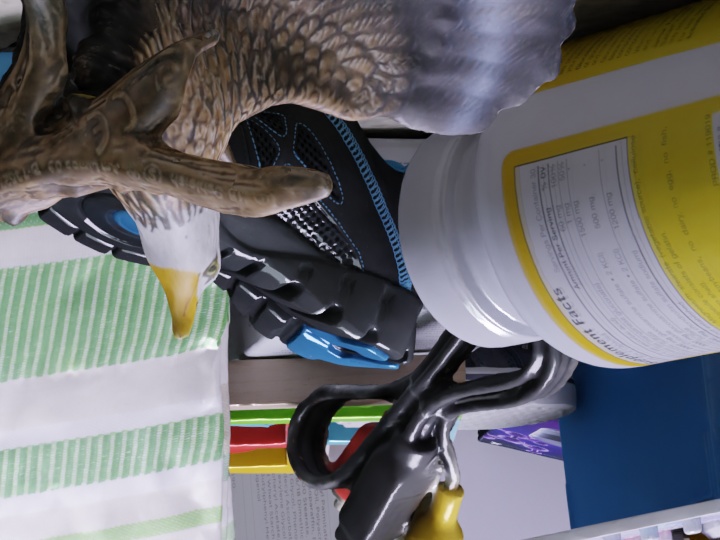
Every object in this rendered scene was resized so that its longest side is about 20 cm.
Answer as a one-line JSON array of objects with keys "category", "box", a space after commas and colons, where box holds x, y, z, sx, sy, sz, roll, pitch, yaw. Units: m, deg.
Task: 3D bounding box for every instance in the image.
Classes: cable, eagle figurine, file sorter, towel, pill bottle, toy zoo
[{"category": "cable", "box": [0.031, 0.054, 1.140, 0.050, 0.097, 0.200, -8, 144, -37]}, {"category": "eagle figurine", "box": [-0.047, -0.057, 0.808, 0.151, 0.151, 0.200, 34, -148, 9]}, {"category": "file sorter", "box": [0.173, 0.043, 1.326, 0.122, 0.140, 0.200, -3, 170, -15]}, {"category": "towel", "box": [-0.121, 0.057, 1.155, 0.152, 0.201, 0.023, -8, -153, -21]}, {"category": "pill bottle", "box": [0.109, -0.029, 0.962, 0.112, 0.113, 0.199, 6, 167, -42]}, {"category": "toy zoo", "box": [-0.023, 0.068, 1.294, 0.130, 0.021, 0.200, -1, 167, -2]}]

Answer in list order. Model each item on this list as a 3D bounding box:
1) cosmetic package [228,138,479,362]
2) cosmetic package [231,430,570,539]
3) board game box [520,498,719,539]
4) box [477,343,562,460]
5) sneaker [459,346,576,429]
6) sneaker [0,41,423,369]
[{"category": "cosmetic package", "box": [0.000, 0.000, 1.211, 0.101, 0.072, 0.200, 0, 169, -13]}, {"category": "cosmetic package", "box": [0.040, 0.123, 1.651, 0.164, 0.166, 0.200, 2, 169, -31]}, {"category": "board game box", "box": [0.170, 0.105, 1.188, 0.199, 0.026, 0.199, -16, 170, 41]}, {"category": "box", "box": [0.172, 0.066, 1.497, 0.199, 0.079, 0.141, 13, 171, -4]}, {"category": "sneaker", "box": [0.002, 0.032, 1.359, 0.199, 0.080, 0.078, 2, 166, -7]}, {"category": "sneaker", "box": [-0.051, -0.038, 1.010, 0.073, 0.082, 0.200, 1, 157, 45]}]
